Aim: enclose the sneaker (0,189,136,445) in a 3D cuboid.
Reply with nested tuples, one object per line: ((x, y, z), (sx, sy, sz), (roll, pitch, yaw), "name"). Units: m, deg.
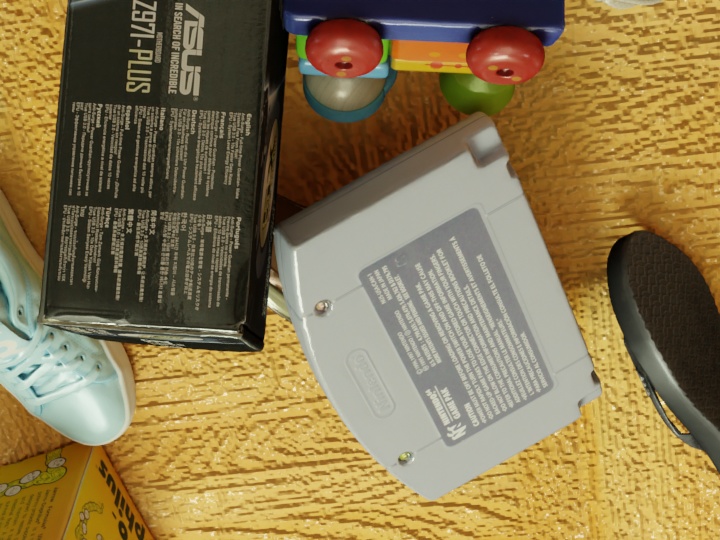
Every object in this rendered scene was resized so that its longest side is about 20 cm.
((-0.196, 0.032, 0.848), (0.074, 0.082, 0.200), (-28, 114, 16), "sneaker")

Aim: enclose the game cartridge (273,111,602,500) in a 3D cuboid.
((0.038, 0.027, 0.786), (0.133, 0.041, 0.200), (-31, 129, -5), "game cartridge")

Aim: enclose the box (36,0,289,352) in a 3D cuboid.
((-0.081, -0.067, 0.700), (0.086, 0.164, 0.201), (4, 84, 0), "box")

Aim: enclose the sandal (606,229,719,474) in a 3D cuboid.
((0.185, 0.067, 0.866), (0.043, 0.076, 0.200), (-15, 120, 40), "sandal")

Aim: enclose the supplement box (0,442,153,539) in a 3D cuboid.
((-0.231, 0.197, 0.923), (0.199, 0.110, 0.109), (-18, 117, 12), "supplement box")

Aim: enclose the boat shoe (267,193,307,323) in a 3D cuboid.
((0.000, 0.000, 0.836), (0.200, 0.076, 0.074), (37, 108, -26), "boat shoe")

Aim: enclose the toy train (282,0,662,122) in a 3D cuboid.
((0.065, -0.109, 0.717), (0.199, 0.085, 0.116), (2, 159, -1), "toy train")
